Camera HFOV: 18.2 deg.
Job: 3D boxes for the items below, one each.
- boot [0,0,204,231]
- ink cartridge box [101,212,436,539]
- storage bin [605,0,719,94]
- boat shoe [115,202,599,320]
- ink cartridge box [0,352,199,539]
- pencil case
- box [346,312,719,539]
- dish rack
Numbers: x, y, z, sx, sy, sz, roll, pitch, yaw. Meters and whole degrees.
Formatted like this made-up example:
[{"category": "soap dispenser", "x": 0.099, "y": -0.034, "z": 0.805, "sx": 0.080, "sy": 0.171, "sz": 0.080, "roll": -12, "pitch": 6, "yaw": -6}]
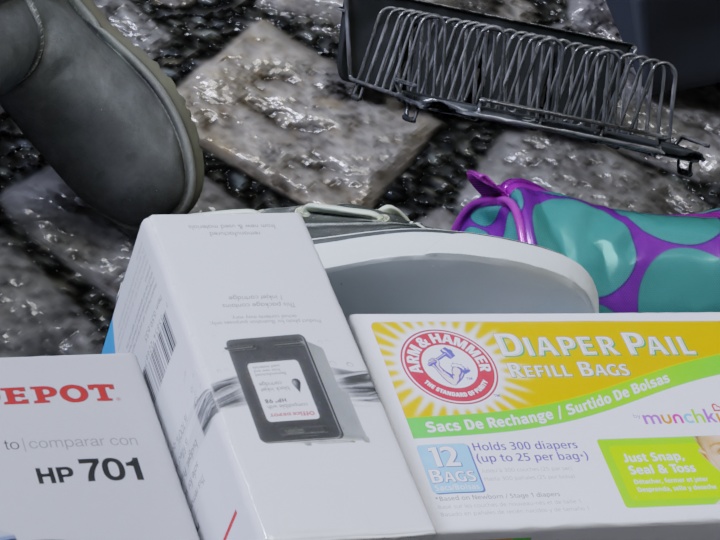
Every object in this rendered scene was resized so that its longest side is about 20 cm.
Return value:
[{"category": "boot", "x": -0.161, "y": -0.070, "z": 0.906, "sx": 0.182, "sy": 0.073, "sz": 0.200, "roll": 51, "pitch": 23, "yaw": -1}, {"category": "ink cartridge box", "x": -0.037, "y": 0.088, "z": 0.821, "sx": 0.067, "sy": 0.116, "sz": 0.200, "roll": -1, "pitch": 46, "yaw": -25}, {"category": "storage bin", "x": 0.193, "y": -0.180, "z": 1.214, "sx": 0.134, "sy": 0.146, "sz": 0.200, "roll": -15, "pitch": 47, "yaw": 1}, {"category": "boat shoe", "x": 0.000, "y": 0.000, "z": 0.930, "sx": 0.200, "sy": 0.071, "sz": 0.064, "roll": 2, "pitch": 40, "yaw": 11}, {"category": "ink cartridge box", "x": -0.127, "y": 0.128, "z": 0.763, "sx": 0.146, "sy": 0.086, "sz": 0.200, "roll": -2, "pitch": 47, "yaw": -25}, {"category": "pencil case", "x": 0.141, "y": 0.005, "z": 1.003, "sx": 0.200, "sy": 0.093, "sz": 0.085, "roll": 1, "pitch": 6, "yaw": -20}, {"category": "box", "x": 0.085, "y": 0.089, "z": 0.881, "sx": 0.200, "sy": 0.101, "sz": 0.113, "roll": 0, "pitch": 45, "yaw": -23}, {"category": "dish rack", "x": 0.074, "y": -0.089, "z": 1.044, "sx": 0.153, "sy": 0.055, "sz": 0.200, "roll": 9, "pitch": 8, "yaw": -12}]
